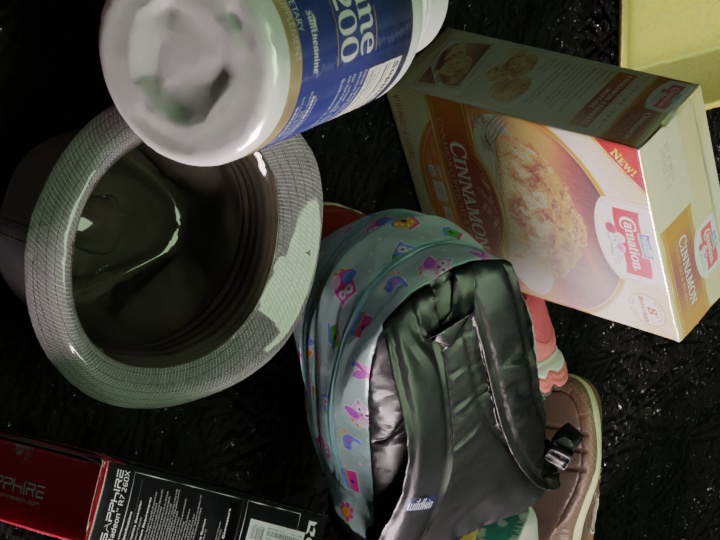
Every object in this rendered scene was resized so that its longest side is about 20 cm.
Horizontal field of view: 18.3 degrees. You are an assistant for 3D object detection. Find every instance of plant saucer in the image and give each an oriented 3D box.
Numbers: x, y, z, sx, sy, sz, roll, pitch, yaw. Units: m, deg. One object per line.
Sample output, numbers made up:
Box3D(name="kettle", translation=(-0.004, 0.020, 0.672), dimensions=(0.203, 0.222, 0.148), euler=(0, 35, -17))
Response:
Box3D(name="plant saucer", translation=(0.261, -0.219, 1.603), dimensions=(0.198, 0.048, 0.201), euler=(-15, 122, -20))

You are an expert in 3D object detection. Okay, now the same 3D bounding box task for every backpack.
Box3D(name="backpack", translation=(0.034, 0.066, 1.345), dimensions=(0.166, 0.126, 0.201), euler=(-30, 130, -28))

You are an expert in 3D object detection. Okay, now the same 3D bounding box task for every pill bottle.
Box3D(name="pill bottle", translation=(-0.036, -0.130, 1.167), dimensions=(0.200, 0.110, 0.112), euler=(-29, 126, -54))

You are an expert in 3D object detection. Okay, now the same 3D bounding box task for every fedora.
Box3D(name="fedora", translation=(-0.121, -0.020, 1.222), dimensions=(0.199, 0.090, 0.178), euler=(-10, 111, -46))

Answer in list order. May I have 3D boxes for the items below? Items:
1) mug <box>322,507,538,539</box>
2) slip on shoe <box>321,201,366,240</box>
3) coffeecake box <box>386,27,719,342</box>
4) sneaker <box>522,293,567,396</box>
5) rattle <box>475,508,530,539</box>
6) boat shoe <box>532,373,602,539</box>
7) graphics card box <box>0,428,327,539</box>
Box3D(name="mug", translation=(0.052, 0.216, 1.484), dimensions=(0.186, 0.148, 0.155), euler=(-7, 102, -70))
Box3D(name="slip on shoe", translation=(0.000, 0.000, 1.404), dimensions=(0.199, 0.061, 0.075), euler=(7, 100, -50))
Box3D(name="coffeecake box", translation=(0.128, -0.057, 1.426), dimensions=(0.073, 0.199, 0.154), euler=(-44, 134, -31))
Box3D(name="sneaker", translation=(0.063, 0.057, 1.512), dimensions=(0.200, 0.073, 0.088), euler=(-21, 106, -50))
Box3D(name="rattle", translation=(0.051, 0.208, 1.363), dimensions=(0.198, 0.131, 0.143), euler=(-17, 163, -12))
Box3D(name="boat shoe", translation=(0.142, 0.165, 1.644), dimensions=(0.075, 0.074, 0.204), euler=(-25, 129, -60))
Box3D(name="graphics card box", translation=(-0.126, 0.131, 1.246), dimensions=(0.199, 0.125, 0.051), euler=(21, 81, -53))
